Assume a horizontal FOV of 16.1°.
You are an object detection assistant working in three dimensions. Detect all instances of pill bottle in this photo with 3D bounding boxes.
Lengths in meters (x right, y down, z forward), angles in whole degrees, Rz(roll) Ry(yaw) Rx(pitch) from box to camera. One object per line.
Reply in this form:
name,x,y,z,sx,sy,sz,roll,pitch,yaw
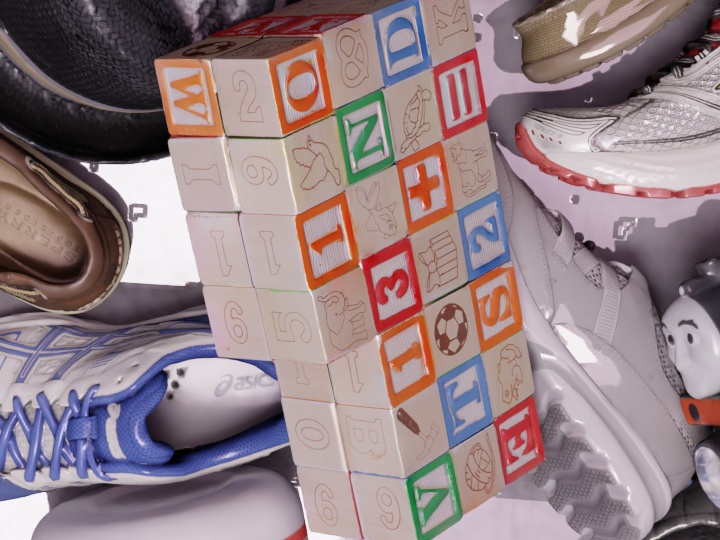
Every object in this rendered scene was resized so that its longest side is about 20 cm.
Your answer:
pill bottle,-0.063,0.186,1.033,0.112,0.112,0.201,-11,98,-2

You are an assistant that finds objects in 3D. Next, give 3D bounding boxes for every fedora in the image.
fedora,-0.087,-0.136,0.980,0.199,0.092,0.202,-4,102,-21

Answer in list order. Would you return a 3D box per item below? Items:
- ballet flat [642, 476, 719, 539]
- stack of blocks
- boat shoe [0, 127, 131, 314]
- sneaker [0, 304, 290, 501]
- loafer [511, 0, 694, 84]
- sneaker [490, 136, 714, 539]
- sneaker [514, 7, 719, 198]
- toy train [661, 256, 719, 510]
ballet flat,0.116,0.149,1.067,0.200,0.057,0.067,-38,98,1
stack of blocks,0.000,0.000,0.968,0.115,0.058,0.201,-28,114,-44
boat shoe,-0.184,-0.046,1.011,0.201,0.075,0.075,23,94,-2
sneaker,-0.107,0.054,1.027,0.199,0.088,0.076,-14,99,-1
loafer,0.129,-0.155,1.027,0.200,0.076,0.067,-44,97,-8
sneaker,0.077,0.013,1.055,0.082,0.075,0.201,-32,94,-34
sneaker,0.155,-0.082,1.034,0.199,0.078,0.083,-17,103,-11
toy train,0.214,0.024,1.033,0.199,0.085,0.115,-21,95,-18
